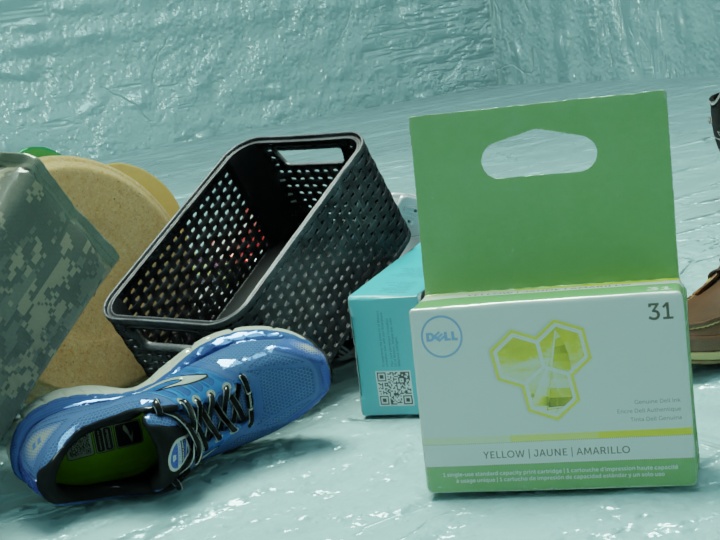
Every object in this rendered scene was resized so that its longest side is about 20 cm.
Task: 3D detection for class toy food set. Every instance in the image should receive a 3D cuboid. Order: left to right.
[{"bbox_3d":[-0.212,0.007,0.936,0.197,0.201,0.049,6,-15,-35],"label":"toy food set"}]

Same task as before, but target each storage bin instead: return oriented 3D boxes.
[{"bbox_3d":[-0.070,-0.001,0.921,0.135,0.094,0.200,2,45,38],"label":"storage bin"}]

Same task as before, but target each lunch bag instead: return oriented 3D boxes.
[{"bbox_3d":[-0.279,0.010,0.789,0.199,0.118,0.165,10,59,34],"label":"lunch bag"}]

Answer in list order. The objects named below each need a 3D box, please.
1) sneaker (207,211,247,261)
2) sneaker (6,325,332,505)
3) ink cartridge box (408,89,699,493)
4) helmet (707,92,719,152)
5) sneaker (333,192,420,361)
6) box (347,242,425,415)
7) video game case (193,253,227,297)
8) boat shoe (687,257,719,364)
[{"bbox_3d":[-0.072,-0.023,1.336,0.115,0.079,0.200,5,27,17],"label":"sneaker"},{"bbox_3d":[-0.105,0.096,0.762,0.199,0.079,0.089,-20,22,-17],"label":"sneaker"},{"bbox_3d":[0.098,0.013,0.677,0.145,0.201,0.048,-4,9,15],"label":"ink cartridge box"},{"bbox_3d":[0.467,-0.164,1.339,0.199,0.191,0.201,9,41,-8],"label":"helmet"},{"bbox_3d":[0.000,0.000,1.022,0.199,0.116,0.075,-16,14,-35],"label":"sneaker"},{"bbox_3d":[0.050,0.032,0.915,0.049,0.083,0.200,-3,13,19],"label":"box"},{"bbox_3d":[-0.200,0.008,1.149,0.199,0.036,0.181,15,14,2],"label":"video game case"},{"bbox_3d":[0.266,0.017,0.887,0.199,0.068,0.072,-16,14,-35],"label":"boat shoe"}]
